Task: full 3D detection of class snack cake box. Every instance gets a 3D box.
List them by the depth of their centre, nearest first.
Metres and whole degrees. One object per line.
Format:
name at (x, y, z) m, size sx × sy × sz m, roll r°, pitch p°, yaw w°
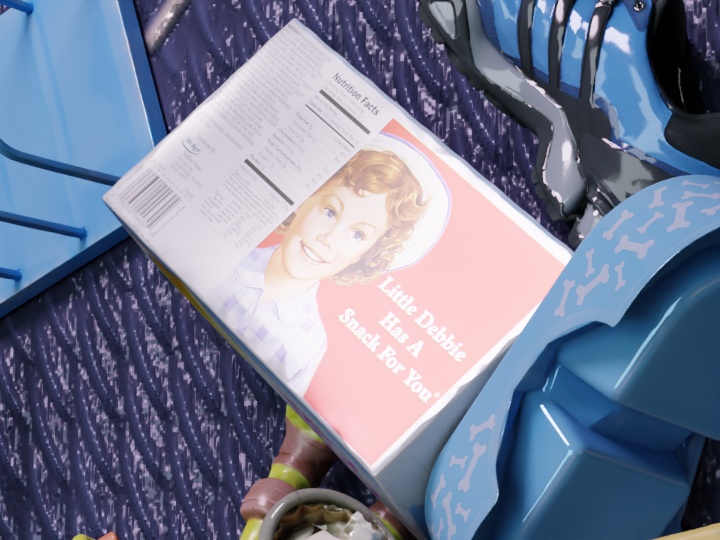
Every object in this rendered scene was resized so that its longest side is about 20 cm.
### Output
snack cake box at (0.000, 0.000, 0.943) m, size 0.115 × 0.067 × 0.200 m, roll -42°, pitch 52°, yaw -6°

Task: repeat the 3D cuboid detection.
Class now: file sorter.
file sorter at (-0.207, -0.059, 1.113) m, size 0.199 × 0.122 × 0.140 m, roll -30°, pitch 65°, yaw 30°

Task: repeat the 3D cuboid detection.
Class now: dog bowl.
dog bowl at (0.097, 0.052, 0.863) m, size 0.201 × 0.111 × 0.050 m, roll -58°, pitch 40°, yaw 15°

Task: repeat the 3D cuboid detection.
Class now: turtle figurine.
turtle figurine at (-0.035, 0.137, 0.932) m, size 0.199 × 0.065 × 0.161 m, roll 19°, pitch 57°, yaw 40°

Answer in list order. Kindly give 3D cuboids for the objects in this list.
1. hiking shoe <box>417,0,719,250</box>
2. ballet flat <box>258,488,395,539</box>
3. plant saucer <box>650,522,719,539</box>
hiking shoe at (0.087, -0.091, 0.926) m, size 0.087 × 0.074 × 0.201 m, roll -39°, pitch 69°, yaw 17°
ballet flat at (0.022, 0.155, 0.821) m, size 0.200 × 0.067 × 0.064 m, roll 49°, pitch 149°, yaw 34°
plant saucer at (0.068, 0.136, 0.688) m, size 0.199 × 0.200 × 0.049 m, roll -20°, pitch 98°, yaw 37°
